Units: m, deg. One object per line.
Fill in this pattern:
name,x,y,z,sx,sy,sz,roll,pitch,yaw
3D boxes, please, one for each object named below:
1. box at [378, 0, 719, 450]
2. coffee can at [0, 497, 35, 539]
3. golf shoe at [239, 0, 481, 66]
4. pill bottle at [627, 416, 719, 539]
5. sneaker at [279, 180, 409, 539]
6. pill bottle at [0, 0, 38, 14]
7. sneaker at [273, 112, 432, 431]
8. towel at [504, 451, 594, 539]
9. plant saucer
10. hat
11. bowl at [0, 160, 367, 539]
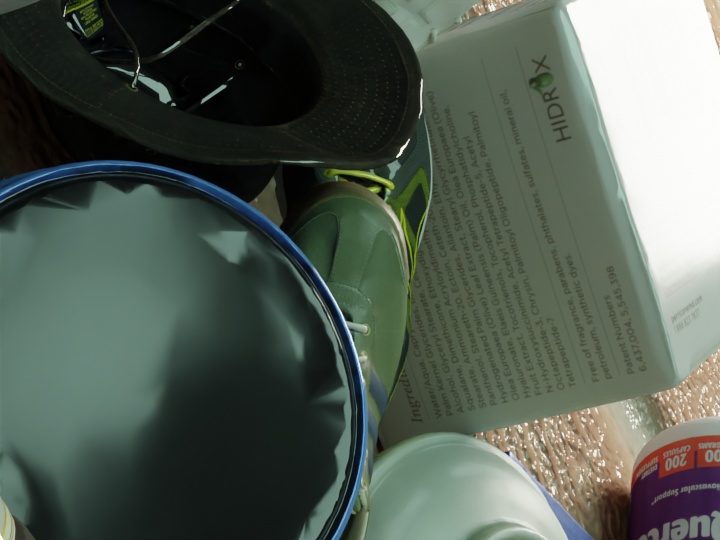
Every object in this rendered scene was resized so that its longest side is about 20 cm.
box,0.092,-0.037,1.246,0.199,0.171,0.200,-28,102,-61
coffee can,-0.204,0.044,0.701,0.200,0.146,0.146,61,30,-20
golf shoe,0.000,-0.114,1.131,0.075,0.200,0.092,-108,-176,-79
pill bottle,0.209,0.191,1.392,0.112,0.112,0.200,48,36,-38
sneaker,-0.016,0.068,0.996,0.090,0.067,0.200,-133,-123,-74
pill bottle,-0.177,-0.200,0.921,0.111,0.111,0.200,2,74,-60
sneaker,0.000,0.000,1.080,0.085,0.074,0.200,-155,-109,-76
towel,0.093,0.209,1.280,0.145,0.024,0.200,46,40,-43
plant saucer,0.058,0.176,1.147,0.200,0.050,0.200,9,78,-47
hat,-0.079,-0.076,1.028,0.200,0.081,0.201,16,34,-11
bowl,-0.089,0.052,0.906,0.201,0.039,0.201,8,69,-23
